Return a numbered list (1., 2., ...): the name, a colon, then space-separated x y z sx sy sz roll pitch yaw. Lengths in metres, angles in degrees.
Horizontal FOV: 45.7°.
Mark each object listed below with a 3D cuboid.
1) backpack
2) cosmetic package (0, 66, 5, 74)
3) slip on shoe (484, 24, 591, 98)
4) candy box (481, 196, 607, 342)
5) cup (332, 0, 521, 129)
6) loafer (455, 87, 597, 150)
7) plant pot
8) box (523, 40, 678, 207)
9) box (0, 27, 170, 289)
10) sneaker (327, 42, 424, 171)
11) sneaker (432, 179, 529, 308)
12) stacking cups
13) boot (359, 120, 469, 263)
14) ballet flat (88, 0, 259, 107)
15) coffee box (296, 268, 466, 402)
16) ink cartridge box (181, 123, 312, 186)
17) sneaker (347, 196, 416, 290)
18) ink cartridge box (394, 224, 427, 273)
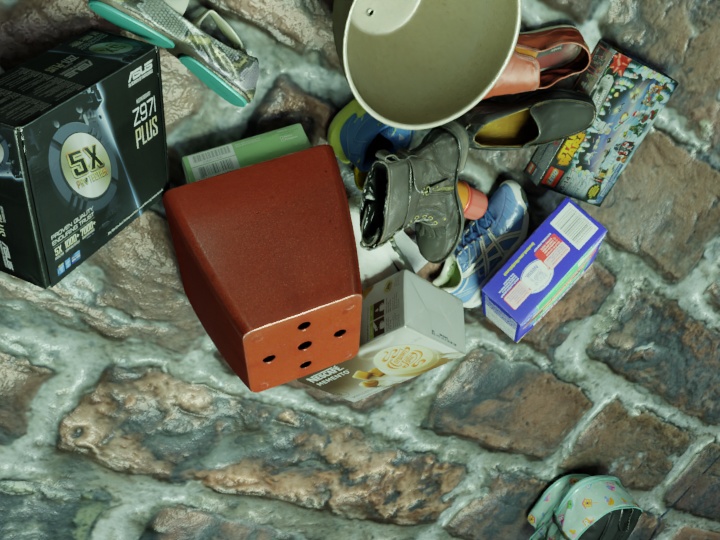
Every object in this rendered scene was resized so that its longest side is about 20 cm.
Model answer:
1. backpack: 0.435 0.481 1.653 0.173 0.155 0.201 11 128 -35
2. cosmetic package: -0.421 -0.126 0.811 0.197 0.074 0.102 -30 133 -1
3. slip on shoe: 0.194 -0.248 1.044 0.196 0.062 0.075 -18 132 -12
4. candy box: 0.248 0.007 1.178 0.169 0.077 0.200 -47 167 -1
5. cup: 0.049 -0.273 0.894 0.196 0.144 0.204 -14 130 -17
6. loafer: 0.212 -0.180 1.075 0.195 0.073 0.074 -11 120 -9
7. plant pot: -0.091 0.013 0.959 0.196 0.178 0.202 -18 148 -14
8. box: 0.328 -0.194 1.168 0.135 0.040 0.203 12 118 -32
9. box: -0.274 -0.112 0.811 0.201 0.084 0.167 -52 153 -48
10. sneaker: 0.053 -0.187 0.986 0.200 0.106 0.075 -45 132 10
11. sneaker: 0.167 -0.032 1.181 0.076 0.076 0.203 5 120 -35
12. stacking cups: 0.084 -0.102 1.097 0.197 0.061 0.061 18 115 -37
13. boot: 0.052 -0.067 0.970 0.174 0.068 0.204 -38 140 -44
14. ballet flat: -0.179 -0.242 0.862 0.199 0.072 0.072 30 108 -40
15. coffee box: 0.021 0.087 1.068 0.113 0.081 0.198 27 139 -37
16. ink cartridge box: -0.126 -0.073 1.021 0.143 0.049 0.202 -19 150 -13
17. sneaker: 0.016 -0.006 1.063 0.079 0.077 0.201 -28 131 7
18. ink cartridge box: 0.000 0.000 1.138 0.200 0.051 0.109 -43 131 6
